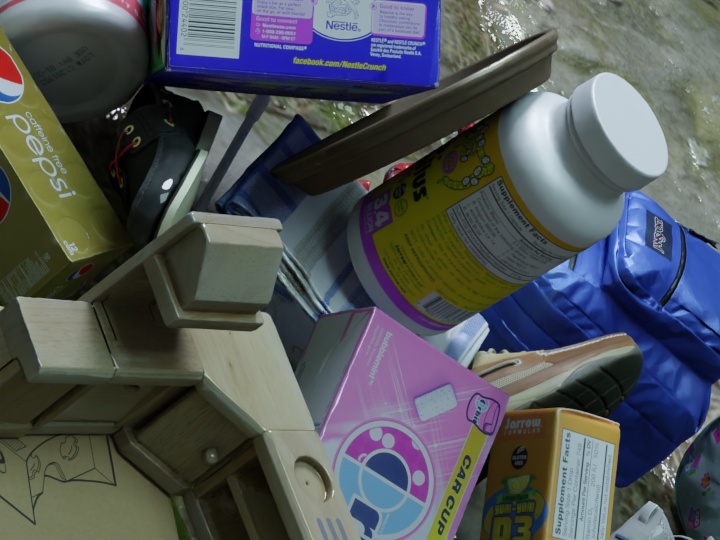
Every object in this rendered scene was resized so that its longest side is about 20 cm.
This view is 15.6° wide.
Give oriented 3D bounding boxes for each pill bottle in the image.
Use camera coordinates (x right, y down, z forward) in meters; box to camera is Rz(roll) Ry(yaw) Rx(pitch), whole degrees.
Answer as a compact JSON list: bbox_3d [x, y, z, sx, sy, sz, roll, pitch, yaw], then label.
[{"bbox_3d":[-0.196,-0.201,1.702,0.108,0.109,0.201,25,41,-35],"label":"pill bottle"},{"bbox_3d":[0.094,-0.045,1.651,0.104,0.200,0.105,34,40,-34],"label":"pill bottle"}]

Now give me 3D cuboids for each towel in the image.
[{"bbox_3d":[0.000,0.000,1.704,0.200,0.024,0.147,49,33,-7],"label":"towel"}]

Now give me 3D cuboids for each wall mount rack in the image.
[{"bbox_3d":[-0.049,-0.014,1.736,0.200,0.074,0.174,37,33,-24],"label":"wall mount rack"}]

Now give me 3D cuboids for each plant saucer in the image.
[{"bbox_3d":[0.037,-0.096,1.647,0.200,0.199,0.030,-33,99,-58],"label":"plant saucer"}]

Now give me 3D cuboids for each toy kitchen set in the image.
[{"bbox_3d":[-0.081,0.088,1.384,0.200,0.163,0.181,5,55,-50],"label":"toy kitchen set"}]

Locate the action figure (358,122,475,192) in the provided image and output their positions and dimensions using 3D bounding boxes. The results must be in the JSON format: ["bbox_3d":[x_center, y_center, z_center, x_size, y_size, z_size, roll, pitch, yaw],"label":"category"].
[{"bbox_3d":[0.078,-0.073,1.854,0.066,0.199,0.052,-87,157,-56],"label":"action figure"}]

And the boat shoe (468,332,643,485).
[{"bbox_3d":[0.096,0.084,1.763,0.199,0.076,0.074,-23,54,-24],"label":"boat shoe"}]

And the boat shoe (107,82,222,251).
[{"bbox_3d":[-0.127,-0.061,1.612,0.063,0.074,0.202,25,19,-8],"label":"boat shoe"}]

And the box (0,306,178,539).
[{"bbox_3d":[-0.185,0.092,1.422,0.200,0.021,0.164,20,45,-42],"label":"box"}]

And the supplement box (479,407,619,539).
[{"bbox_3d":[0.115,0.190,1.675,0.069,0.066,0.201,21,70,-38],"label":"supplement box"}]

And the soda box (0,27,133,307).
[{"bbox_3d":[-0.224,-0.076,1.587,0.201,0.064,0.068,58,32,8],"label":"soda box"}]

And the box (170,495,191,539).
[{"bbox_3d":[-0.194,0.119,1.451,0.200,0.048,0.122,-5,62,-54],"label":"box"}]

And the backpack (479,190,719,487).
[{"bbox_3d":[0.162,0.021,1.884,0.200,0.168,0.163,35,29,-18],"label":"backpack"}]

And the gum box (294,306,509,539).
[{"bbox_3d":[-0.003,0.137,1.579,0.113,0.066,0.201,34,68,-25],"label":"gum box"}]

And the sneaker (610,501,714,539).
[{"bbox_3d":[0.230,0.225,1.803,0.075,0.082,0.200,32,-5,41],"label":"sneaker"}]

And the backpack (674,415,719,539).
[{"bbox_3d":[0.318,0.193,1.924,0.126,0.167,0.201,19,38,-36],"label":"backpack"}]

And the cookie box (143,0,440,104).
[{"bbox_3d":[-0.049,-0.150,1.659,0.170,0.200,0.076,3,90,-10],"label":"cookie box"}]
